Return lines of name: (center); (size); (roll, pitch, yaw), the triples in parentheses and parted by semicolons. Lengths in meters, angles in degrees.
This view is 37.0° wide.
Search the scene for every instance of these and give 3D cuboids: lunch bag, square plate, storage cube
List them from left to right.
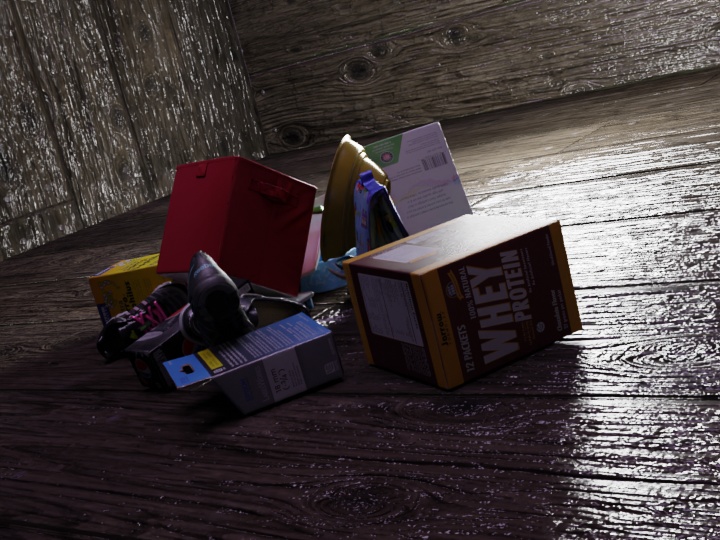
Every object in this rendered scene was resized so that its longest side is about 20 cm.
storage cube: (-0.197, -0.063, 1.705); (0.169, 0.183, 0.198); (19, -13, -41)
square plate: (-0.134, -0.032, 1.845); (0.198, 0.029, 0.200); (-22, 36, 29)
lunch bag: (0.028, -0.044, 1.551); (0.092, 0.203, 0.151); (-16, 13, -4)

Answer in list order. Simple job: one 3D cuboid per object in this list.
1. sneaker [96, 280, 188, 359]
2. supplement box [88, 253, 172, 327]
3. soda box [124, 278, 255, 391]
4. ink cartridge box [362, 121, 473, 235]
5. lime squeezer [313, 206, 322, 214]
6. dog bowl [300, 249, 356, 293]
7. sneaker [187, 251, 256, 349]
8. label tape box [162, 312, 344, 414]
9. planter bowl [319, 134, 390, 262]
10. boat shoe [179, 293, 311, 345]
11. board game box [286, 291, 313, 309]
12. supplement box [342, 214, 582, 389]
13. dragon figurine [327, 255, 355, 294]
sneaker: (-0.346, 0.087, 1.719); (0.198, 0.074, 0.088); (-27, 15, 21)
supplement box: (-0.365, 0.034, 1.917); (0.197, 0.111, 0.109); (-10, 13, 27)
soda box: (-0.235, 0.088, 1.537); (0.070, 0.064, 0.199); (1, 31, 46)
ink cartridge box: (0.094, -0.123, 1.796); (0.143, 0.203, 0.088); (-19, -7, -15)
lime squeezer: (-0.148, -0.076, 1.851); (0.198, 0.072, 0.038); (-31, -26, 17)
dog bowl: (-0.032, -0.017, 1.867); (0.110, 0.050, 0.199); (-7, 15, 35)
sneaker: (-0.184, 0.056, 1.421); (0.074, 0.202, 0.080); (-22, 51, -15)
label tape box: (-0.136, 0.124, 1.343); (0.197, 0.064, 0.144); (-20, 12, -14)
planter bowl: (0.000, -0.105, 1.688); (0.082, 0.204, 0.201); (10, 17, 8)
boat shoe: (-0.160, 0.066, 1.515); (0.198, 0.077, 0.060); (-7, -1, -41)
board game box: (-0.199, 0.086, 1.678); (0.197, 0.026, 0.199); (-6, 16, 35)
supplement box: (0.118, 0.029, 1.279); (0.195, 0.135, 0.199); (-20, 13, -23)
dragon figurine: (0.000, 0.000, 1.708); (0.099, 0.060, 0.199); (-19, 6, 43)
